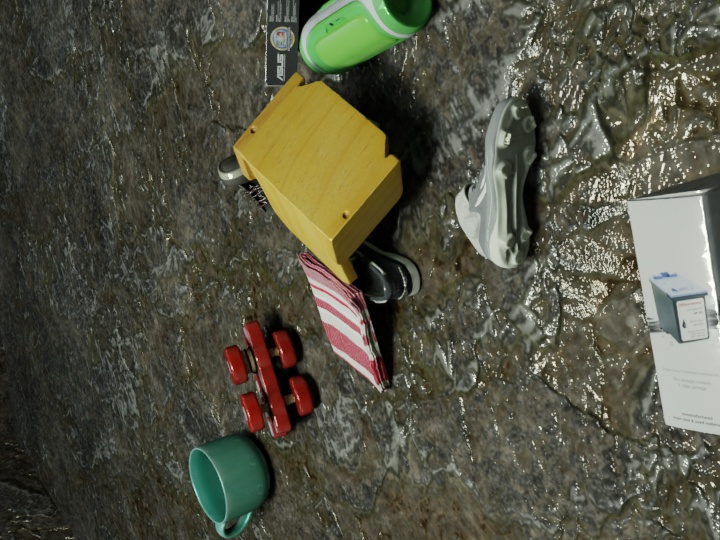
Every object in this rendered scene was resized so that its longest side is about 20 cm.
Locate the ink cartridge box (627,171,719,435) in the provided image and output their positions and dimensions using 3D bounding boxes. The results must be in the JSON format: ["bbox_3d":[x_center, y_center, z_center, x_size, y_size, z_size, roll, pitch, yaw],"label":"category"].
[{"bbox_3d":[0.318,0.019,0.827,0.086,0.146,0.201,-3,101,59],"label":"ink cartridge box"}]

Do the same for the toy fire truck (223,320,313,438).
[{"bbox_3d":[-0.164,0.189,1.682,0.168,0.112,0.201,136,115,-75],"label":"toy fire truck"}]

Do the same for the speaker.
[{"bbox_3d":[0.002,-0.306,1.216,0.200,0.088,0.089,-11,95,57],"label":"speaker"}]

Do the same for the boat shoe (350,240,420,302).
[{"bbox_3d":[0.000,0.000,1.378,0.200,0.060,0.076,9,111,55],"label":"boat shoe"}]

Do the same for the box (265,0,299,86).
[{"bbox_3d":[-0.105,-0.368,1.319,0.160,0.044,0.201,-98,10,-60],"label":"box"}]

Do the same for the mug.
[{"bbox_3d":[-0.245,0.401,1.879,0.152,0.114,0.185,52,143,28],"label":"mug"}]

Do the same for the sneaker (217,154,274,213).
[{"bbox_3d":[-0.148,-0.129,1.467,0.075,0.200,0.107,-12,104,15],"label":"sneaker"}]

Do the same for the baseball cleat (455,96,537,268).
[{"bbox_3d":[0.146,-0.101,1.105,0.106,0.070,0.201,26,124,49],"label":"baseball cleat"}]

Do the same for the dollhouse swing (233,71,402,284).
[{"bbox_3d":[-0.036,-0.112,1.286,0.182,0.176,0.200,-49,63,4],"label":"dollhouse swing"}]

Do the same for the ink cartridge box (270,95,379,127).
[{"bbox_3d":[-0.040,-0.162,1.349,0.200,0.068,0.115,32,130,38],"label":"ink cartridge box"}]

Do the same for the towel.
[{"bbox_3d":[-0.024,0.078,1.427,0.144,0.023,0.200,35,151,45],"label":"towel"}]
